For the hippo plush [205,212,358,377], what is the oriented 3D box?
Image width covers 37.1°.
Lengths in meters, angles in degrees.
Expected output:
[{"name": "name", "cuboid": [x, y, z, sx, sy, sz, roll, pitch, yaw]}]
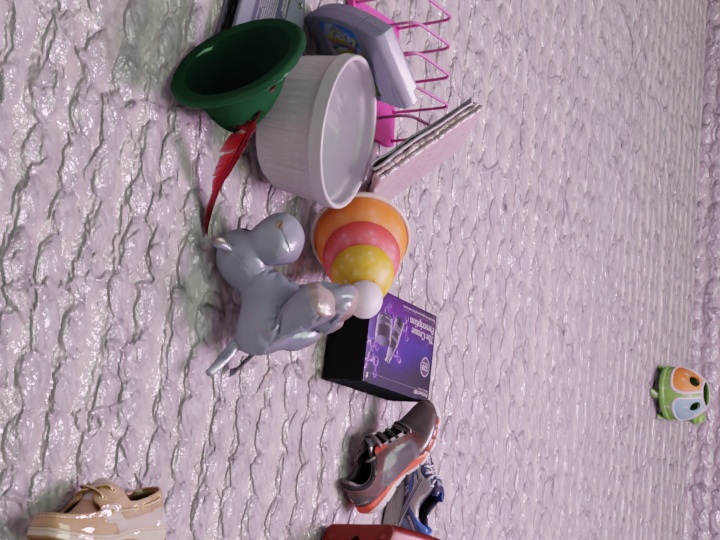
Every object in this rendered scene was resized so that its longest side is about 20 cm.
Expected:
[{"name": "hippo plush", "cuboid": [-0.113, 0.019, 1.369, 0.163, 0.198, 0.159, 65, 11, 11]}]

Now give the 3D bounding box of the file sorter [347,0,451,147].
[{"name": "file sorter", "cuboid": [0.062, -0.309, 1.646, 0.138, 0.124, 0.204, 14, 77, -56]}]

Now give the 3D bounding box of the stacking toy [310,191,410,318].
[{"name": "stacking toy", "cuboid": [0.000, 0.000, 1.463, 0.201, 0.144, 0.147, -90, 158, -55]}]

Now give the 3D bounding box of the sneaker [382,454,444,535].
[{"name": "sneaker", "cuboid": [0.101, 0.337, 1.714, 0.077, 0.084, 0.203, 35, 59, -51]}]

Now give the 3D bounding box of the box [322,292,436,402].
[{"name": "box", "cuboid": [0.033, 0.115, 1.629, 0.199, 0.078, 0.144, 25, 70, -54]}]

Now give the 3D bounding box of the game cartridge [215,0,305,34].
[{"name": "game cartridge", "cuboid": [-0.130, -0.327, 1.430, 0.133, 0.041, 0.203, 42, 55, -54]}]

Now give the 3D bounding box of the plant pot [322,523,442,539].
[{"name": "plant pot", "cuboid": [0.031, 0.461, 1.518, 0.176, 0.198, 0.202, 45, 52, -32]}]

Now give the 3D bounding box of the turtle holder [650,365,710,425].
[{"name": "turtle holder", "cuboid": [0.860, 0.345, 2.856, 0.141, 0.130, 0.189, -32, 115, -54]}]

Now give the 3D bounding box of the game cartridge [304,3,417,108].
[{"name": "game cartridge", "cuboid": [-0.004, -0.304, 1.494, 0.040, 0.199, 0.135, -35, 124, -18]}]

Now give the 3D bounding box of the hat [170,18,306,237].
[{"name": "hat", "cuboid": [-0.133, -0.186, 1.331, 0.167, 0.197, 0.177, -96, 167, -48]}]

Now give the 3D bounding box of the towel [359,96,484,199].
[{"name": "towel", "cuboid": [0.080, -0.163, 1.573, 0.199, 0.191, 0.032, -35, 82, -14]}]

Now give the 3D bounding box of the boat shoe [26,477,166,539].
[{"name": "boat shoe", "cuboid": [-0.278, 0.257, 1.145, 0.200, 0.073, 0.070, 26, 64, -64]}]

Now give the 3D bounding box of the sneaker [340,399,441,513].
[{"name": "sneaker", "cuboid": [0.045, 0.266, 1.606, 0.082, 0.077, 0.201, 48, 69, -29]}]

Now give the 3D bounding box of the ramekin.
[{"name": "ramekin", "cuboid": [-0.060, -0.191, 1.430, 0.200, 0.103, 0.204, 12, 90, -71]}]
